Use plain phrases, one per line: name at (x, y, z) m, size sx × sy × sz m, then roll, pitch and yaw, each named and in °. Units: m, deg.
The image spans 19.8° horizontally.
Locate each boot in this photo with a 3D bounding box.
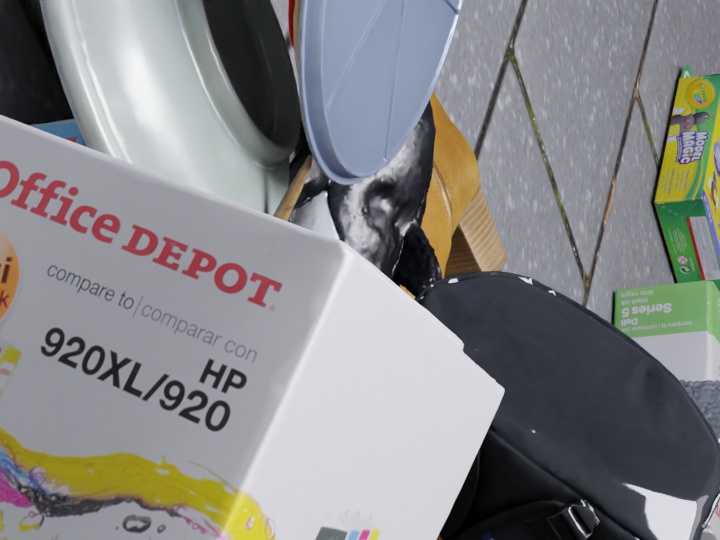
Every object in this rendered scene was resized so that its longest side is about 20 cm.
boot at (-0.001, -0.021, 1.074) m, size 0.145 × 0.070 × 0.201 m, roll 61°, pitch 41°, yaw -18°

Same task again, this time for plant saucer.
plant saucer at (-0.068, -0.090, 0.865) m, size 0.200 × 0.050 × 0.202 m, roll -18°, pitch 90°, yaw -74°

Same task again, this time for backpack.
backpack at (0.072, 0.086, 0.959) m, size 0.154 × 0.163 × 0.200 m, roll -50°, pitch 173°, yaw -37°

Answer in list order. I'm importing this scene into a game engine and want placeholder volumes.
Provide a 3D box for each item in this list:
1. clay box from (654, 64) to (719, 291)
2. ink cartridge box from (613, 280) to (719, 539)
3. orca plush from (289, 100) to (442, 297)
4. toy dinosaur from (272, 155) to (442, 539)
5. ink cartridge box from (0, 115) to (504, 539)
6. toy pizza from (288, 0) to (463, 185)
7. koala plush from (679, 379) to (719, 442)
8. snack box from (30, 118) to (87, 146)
clay box at (0.306, -0.085, 1.830) m, size 0.201 × 0.047 × 0.116 m, roll -70°, pitch 147°, yaw -44°
ink cartridge box at (0.252, 0.131, 1.607) m, size 0.146 × 0.083 × 0.202 m, roll 48°, pitch 42°, yaw -55°
orca plush at (0.000, 0.000, 0.964) m, size 0.201 × 0.071 × 0.106 m, roll -61°, pitch 150°, yaw -26°
toy dinosaur at (-0.029, 0.061, 0.881) m, size 0.201 × 0.106 × 0.060 m, roll 63°, pitch -10°, yaw -16°
ink cartridge box at (-0.075, 0.080, 0.653) m, size 0.201 × 0.146 × 0.145 m, roll -65°, pitch 153°, yaw -9°
toy pizza at (0.007, -0.136, 0.863) m, size 0.200 × 0.031 × 0.202 m, roll 15°, pitch 90°, yaw -73°
koala plush at (0.144, 0.164, 1.289) m, size 0.200 × 0.182 × 0.179 m, roll 85°, pitch 18°, yaw -67°
snack box at (-0.104, 0.055, 0.821) m, size 0.116 × 0.037 × 0.202 m, roll 40°, pitch 49°, yaw -62°
